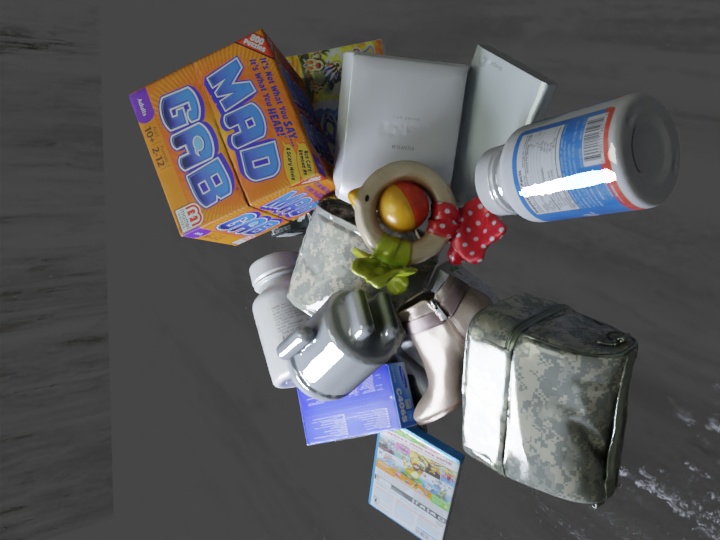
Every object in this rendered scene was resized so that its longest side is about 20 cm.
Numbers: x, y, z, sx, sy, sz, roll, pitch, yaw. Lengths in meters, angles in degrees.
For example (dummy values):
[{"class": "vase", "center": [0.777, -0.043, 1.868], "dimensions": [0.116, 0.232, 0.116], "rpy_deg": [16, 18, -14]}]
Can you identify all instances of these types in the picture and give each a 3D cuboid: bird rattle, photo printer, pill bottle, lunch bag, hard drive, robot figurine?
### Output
[{"class": "bird rattle", "center": [0.071, -0.060, 0.802], "dimensions": [0.164, 0.199, 0.113], "rpy_deg": [62, -177, -3]}, {"class": "photo printer", "center": [0.049, -0.177, 0.846], "dimensions": [0.070, 0.164, 0.202], "rpy_deg": [-118, 33, -70]}, {"class": "pill bottle", "center": [0.222, -0.112, 0.689], "dimensions": [0.199, 0.111, 0.114], "rpy_deg": [-3, 93, 57]}, {"class": "lunch bag", "center": [0.216, 0.144, 0.720], "dimensions": [0.167, 0.138, 0.202], "rpy_deg": [21, 116, 46]}, {"class": "hard drive", "center": [0.166, -0.172, 0.837], "dimensions": [0.132, 0.026, 0.202], "rpy_deg": [48, 134, 40]}, {"class": "robot figurine", "center": [-0.028, 0.104, 0.872], "dimensions": [0.200, 0.168, 0.114], "rpy_deg": [-46, 44, 40]}, {"class": "pill bottle", "center": [-0.112, 0.077, 1.036], "dimensions": [0.114, 0.113, 0.202], "rpy_deg": [-44, 60, 50]}, {"class": "lunch bag", "center": [0.000, 0.000, 0.947], "dimensions": [0.198, 0.118, 0.165], "rpy_deg": [23, 115, 4]}]

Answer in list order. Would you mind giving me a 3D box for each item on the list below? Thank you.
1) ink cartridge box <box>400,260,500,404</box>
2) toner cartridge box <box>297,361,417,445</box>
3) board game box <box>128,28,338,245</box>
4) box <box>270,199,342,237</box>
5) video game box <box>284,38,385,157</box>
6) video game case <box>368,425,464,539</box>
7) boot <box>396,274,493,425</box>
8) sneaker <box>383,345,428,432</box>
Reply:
[{"class": "ink cartridge box", "center": [0.162, 0.107, 0.894], "dimensions": [0.200, 0.050, 0.162], "rpy_deg": [39, 129, 23]}, {"class": "toner cartridge box", "center": [-0.010, 0.206, 0.984], "dimensions": [0.199, 0.043, 0.096], "rpy_deg": [-21, 77, 39]}, {"class": "board game box", "center": [-0.160, -0.170, 0.899], "dimensions": [0.200, 0.198, 0.202], "rpy_deg": [6, -118, -81]}, {"class": "box", "center": [-0.088, -0.171, 1.125], "dimensions": [0.148, 0.123, 0.202], "rpy_deg": [-10, 87, 55]}, {"class": "video game box", "center": [-0.038, -0.244, 1.005], "dimensions": [0.047, 0.180, 0.202], "rpy_deg": [11, -109, -84]}, {"class": "video game case", "center": [0.082, 0.329, 0.998], "dimensions": [0.142, 0.018, 0.202], "rpy_deg": [25, 125, 29]}, {"class": "boot", "center": [0.102, 0.101, 0.842], "dimensions": [0.146, 0.070, 0.200], "rpy_deg": [45, 114, -7]}, {"class": "sneaker", "center": [0.058, 0.163, 1.012], "dimensions": [0.200, 0.075, 0.115], "rpy_deg": [49, 131, 36]}]
